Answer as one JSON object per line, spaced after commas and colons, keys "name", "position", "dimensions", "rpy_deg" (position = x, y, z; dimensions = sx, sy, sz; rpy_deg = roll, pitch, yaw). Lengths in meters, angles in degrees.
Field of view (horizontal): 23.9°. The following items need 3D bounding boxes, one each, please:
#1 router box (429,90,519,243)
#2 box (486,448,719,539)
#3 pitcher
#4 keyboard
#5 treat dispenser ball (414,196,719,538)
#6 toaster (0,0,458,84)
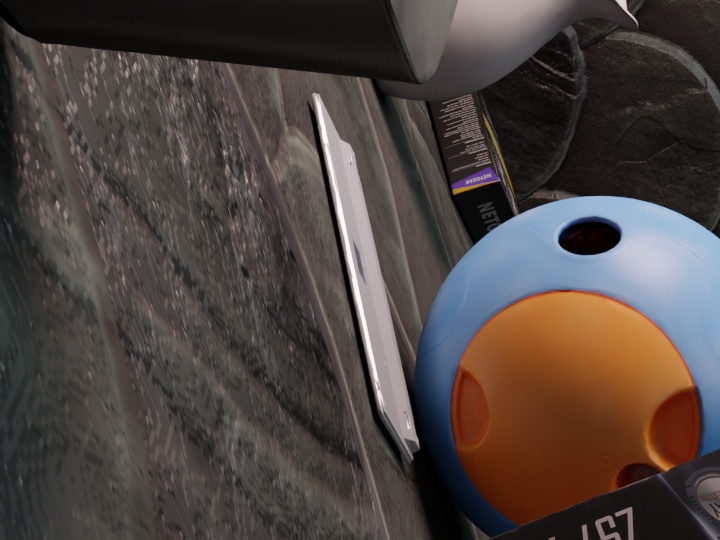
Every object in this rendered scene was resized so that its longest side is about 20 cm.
{"name": "router box", "position": [0.123, -0.110, 1.786], "dimensions": [0.200, 0.052, 0.158], "rpy_deg": [58, 17, -61]}
{"name": "box", "position": [0.107, 0.158, 0.700], "dimensions": [0.200, 0.159, 0.044], "rpy_deg": [63, 7, -53]}
{"name": "pitcher", "position": [0.090, -0.225, 1.275], "dimensions": [0.121, 0.198, 0.173], "rpy_deg": [-92, 162, -63]}
{"name": "keyboard", "position": [0.000, 0.000, 0.868], "dimensions": [0.056, 0.011, 0.201], "rpy_deg": [53, 20, -53]}
{"name": "treat dispenser ball", "position": [0.128, 0.062, 0.914], "dimensions": [0.201, 0.199, 0.202], "rpy_deg": [-18, 90, -82]}
{"name": "toaster", "position": [-0.034, -0.149, 0.355], "dimensions": [0.181, 0.118, 0.201], "rpy_deg": [67, 36, -63]}
